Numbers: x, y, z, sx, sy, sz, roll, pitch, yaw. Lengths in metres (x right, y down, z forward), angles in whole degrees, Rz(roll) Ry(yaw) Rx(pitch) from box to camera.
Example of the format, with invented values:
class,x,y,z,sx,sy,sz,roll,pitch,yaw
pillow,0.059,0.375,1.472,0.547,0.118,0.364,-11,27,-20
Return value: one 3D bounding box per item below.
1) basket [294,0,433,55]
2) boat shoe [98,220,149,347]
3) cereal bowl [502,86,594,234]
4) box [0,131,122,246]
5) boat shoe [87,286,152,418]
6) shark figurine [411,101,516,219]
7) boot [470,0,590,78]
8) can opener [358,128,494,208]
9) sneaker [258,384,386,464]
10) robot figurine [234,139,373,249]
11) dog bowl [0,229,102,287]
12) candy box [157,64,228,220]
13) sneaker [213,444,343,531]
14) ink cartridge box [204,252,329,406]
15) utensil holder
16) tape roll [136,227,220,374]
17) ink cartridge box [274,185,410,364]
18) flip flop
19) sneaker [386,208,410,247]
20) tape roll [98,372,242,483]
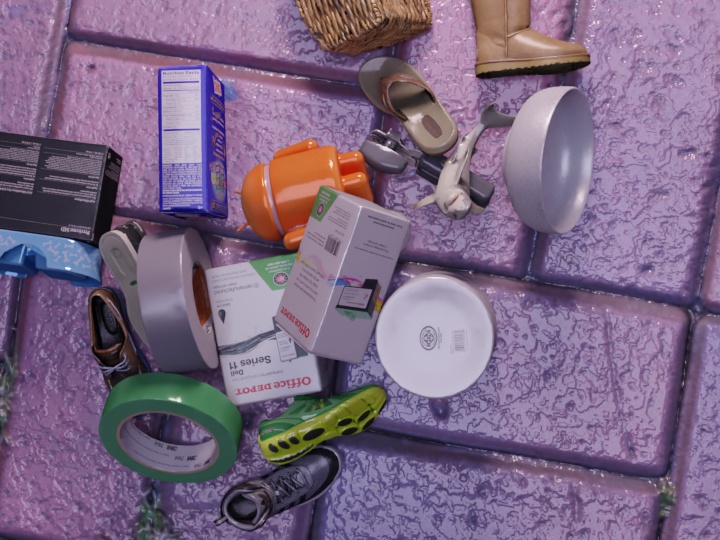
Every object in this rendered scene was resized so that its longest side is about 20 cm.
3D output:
class,x,y,z,sx,sy,sz,roll,pitch,yaw
basket,-0.006,-0.417,1.652,0.142,0.148,0.203,-19,88,39
boat shoe,-0.310,0.025,1.680,0.071,0.068,0.202,-15,105,26
cereal bowl,0.248,-0.152,1.567,0.082,0.199,0.203,8,91,29
box,-0.464,-0.119,1.687,0.197,0.079,0.143,8,82,6
boat shoe,-0.361,0.123,1.682,0.071,0.072,0.202,-21,89,5
shark figurine,0.153,-0.128,1.590,0.089,0.128,0.216,38,54,-19
boot,0.235,-0.381,1.625,0.173,0.066,0.203,-2,88,6
can opener,0.092,-0.137,1.640,0.199,0.053,0.067,30,73,5
sneaker,-0.057,0.203,1.645,0.198,0.075,0.084,-21,46,-11
robot figurine,-0.084,-0.110,1.634,0.197,0.117,0.146,-14,94,5
dog bowl,-0.470,-0.019,1.681,0.197,0.112,0.050,8,77,6
candy box,-0.235,-0.177,1.622,0.076,0.169,0.203,0,89,2
sneaker,-0.117,0.316,1.636,0.198,0.114,0.076,-27,87,5
ink cartridge box,-0.132,0.085,1.653,0.145,0.083,0.203,-11,89,6
utensil holder,0.103,0.087,1.570,0.167,0.200,0.173,0,90,7
tape roll,-0.250,0.043,1.607,0.065,0.200,0.203,-9,89,7
ink cartridge box,-0.027,0.004,1.524,0.083,0.145,0.202,16,97,-26
flip flop,0.065,-0.240,1.621,0.081,0.058,0.201,-39,58,5
sneaker,0.000,0.000,1.631,0.077,0.099,0.202,27,93,5
tape roll,-0.267,0.225,1.621,0.197,0.202,0.049,3,47,6
